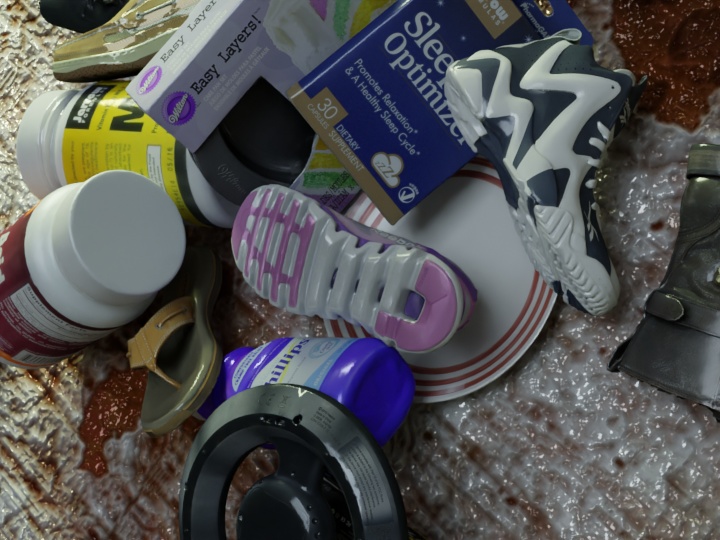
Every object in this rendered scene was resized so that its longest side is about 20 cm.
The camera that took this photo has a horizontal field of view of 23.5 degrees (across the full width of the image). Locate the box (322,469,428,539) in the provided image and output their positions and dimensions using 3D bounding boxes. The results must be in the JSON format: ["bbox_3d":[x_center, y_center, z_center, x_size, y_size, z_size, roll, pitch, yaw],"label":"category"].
[{"bbox_3d":[-0.013,0.245,1.202,0.200,0.049,0.160,31,94,35],"label":"box"}]

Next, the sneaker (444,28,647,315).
[{"bbox_3d":[0.156,-0.079,1.179,0.129,0.080,0.200,-26,70,-9],"label":"sneaker"}]

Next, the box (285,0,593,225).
[{"bbox_3d":[0.061,-0.142,1.228,0.200,0.121,0.032,-40,16,2],"label":"box"}]

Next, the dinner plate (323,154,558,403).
[{"bbox_3d":[0.060,0.000,1.256,0.199,0.024,0.201,-10,69,29],"label":"dinner plate"}]

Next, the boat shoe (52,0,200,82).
[{"bbox_3d":[-0.156,-0.201,1.369,0.199,0.072,0.077,-12,95,14],"label":"boat shoe"}]

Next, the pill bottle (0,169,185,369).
[{"bbox_3d":[-0.222,-0.001,1.332,0.200,0.114,0.115,-27,57,52],"label":"pill bottle"}]

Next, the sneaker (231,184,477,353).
[{"bbox_3d":[0.000,0.000,1.223,0.199,0.088,0.081,25,103,27],"label":"sneaker"}]

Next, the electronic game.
[{"bbox_3d":[-0.049,0.177,1.171,0.199,0.042,0.201,3,94,39],"label":"electronic game"}]

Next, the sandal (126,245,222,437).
[{"bbox_3d":[-0.145,0.047,1.303,0.080,0.054,0.201,-40,31,29],"label":"sandal"}]

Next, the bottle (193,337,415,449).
[{"bbox_3d":[-0.052,0.089,1.249,0.199,0.065,0.084,-1,44,48],"label":"bottle"}]

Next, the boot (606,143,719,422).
[{"bbox_3d":[0.267,0.018,1.105,0.199,0.069,0.175,14,87,38],"label":"boot"}]

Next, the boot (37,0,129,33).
[{"bbox_3d":[-0.184,-0.280,1.466,0.168,0.076,0.201,29,100,32],"label":"boot"}]

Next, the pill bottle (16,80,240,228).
[{"bbox_3d":[-0.170,-0.095,1.375,0.199,0.114,0.115,4,76,32],"label":"pill bottle"}]

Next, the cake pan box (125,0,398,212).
[{"bbox_3d":[-0.044,-0.139,1.259,0.200,0.184,0.052,-47,34,2],"label":"cake pan box"}]
